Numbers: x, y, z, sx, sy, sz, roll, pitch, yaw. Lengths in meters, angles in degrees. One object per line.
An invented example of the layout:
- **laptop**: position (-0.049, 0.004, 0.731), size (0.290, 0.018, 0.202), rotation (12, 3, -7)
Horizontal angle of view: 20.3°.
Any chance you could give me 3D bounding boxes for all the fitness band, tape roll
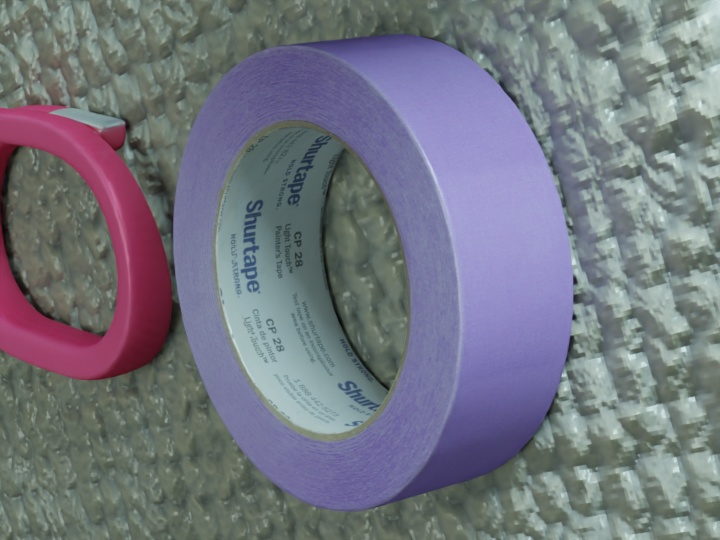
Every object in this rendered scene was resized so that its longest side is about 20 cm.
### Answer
- **fitness band**: position (-0.168, -0.016, 1.102), size (0.200, 0.037, 0.144), rotation (14, 109, 50)
- **tape roll**: position (0.000, 0.000, 0.875), size (0.200, 0.065, 0.201), rotation (16, 111, 48)
